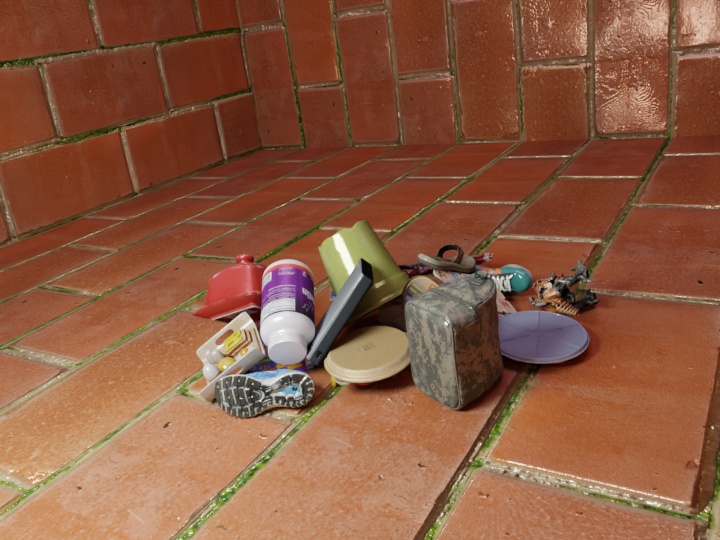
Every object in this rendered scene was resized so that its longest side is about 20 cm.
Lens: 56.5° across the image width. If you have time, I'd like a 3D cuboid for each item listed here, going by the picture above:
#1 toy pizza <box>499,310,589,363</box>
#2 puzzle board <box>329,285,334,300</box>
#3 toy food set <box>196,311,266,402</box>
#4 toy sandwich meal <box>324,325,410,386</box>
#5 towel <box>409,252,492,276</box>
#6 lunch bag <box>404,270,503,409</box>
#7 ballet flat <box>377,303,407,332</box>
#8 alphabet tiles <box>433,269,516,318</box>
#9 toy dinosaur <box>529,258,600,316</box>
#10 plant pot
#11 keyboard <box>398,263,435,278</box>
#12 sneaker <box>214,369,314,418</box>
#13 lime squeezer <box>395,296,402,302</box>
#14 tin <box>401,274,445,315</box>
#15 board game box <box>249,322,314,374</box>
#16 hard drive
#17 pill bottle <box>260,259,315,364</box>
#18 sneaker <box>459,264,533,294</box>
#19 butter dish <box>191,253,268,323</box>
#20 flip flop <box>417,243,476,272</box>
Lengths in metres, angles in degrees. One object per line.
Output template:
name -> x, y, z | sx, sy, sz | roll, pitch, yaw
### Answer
toy pizza -> 0.348, 0.137, 1.318 | 0.194, 0.033, 0.201 | -5, 24, 2
puzzle board -> 0.017, 0.037, 1.745 | 0.194, 0.018, 0.151 | -9, 22, 2
toy food set -> -0.274, 0.167, 1.367 | 0.143, 0.061, 0.200 | -39, 24, -1
toy sandwich meal -> 0.024, 0.176, 1.308 | 0.199, 0.072, 0.206 | -9, 24, 4
towel -> 0.227, -0.009, 1.703 | 0.194, 0.023, 0.144 | -10, -6, -6
lunch bag -> 0.182, 0.122, 1.196 | 0.165, 0.205, 0.138 | -24, 28, -29
ballet flat -> 0.132, 0.104, 1.457 | 0.194, 0.074, 0.072 | -8, 20, 7
alphabet tiles -> 0.244, 0.059, 1.449 | 0.196, 0.015, 0.197 | 8, 31, -29
toy dinosaur -> 0.439, 0.059, 1.449 | 0.133, 0.103, 0.202 | -22, 38, 6
plant pot -> 0.000, 0.000, 1.493 | 0.197, 0.187, 0.200 | -28, -5, -3
keyboard -> 0.120, 0.024, 1.584 | 0.195, 0.129, 0.021 | -1, 44, 19
sneaker -> -0.179, 0.228, 1.268 | 0.194, 0.081, 0.090 | -3, 2, 4
lime squeezer -> 0.172, 0.058, 1.490 | 0.197, 0.071, 0.038 | 2, 48, -44
tin -> 0.166, 0.088, 1.356 | 0.041, 0.114, 0.199 | -14, 43, -44
board game box -> -0.185, 0.165, 1.443 | 0.131, 0.046, 0.200 | -14, 21, -13
hard drive -> -0.039, 0.079, 1.343 | 0.032, 0.202, 0.140 | 32, 11, -8
pill bottle -> -0.147, 0.084, 1.356 | 0.109, 0.114, 0.203 | -7, 48, 2
sneaker -> 0.307, 0.031, 1.574 | 0.197, 0.073, 0.079 | 1, 21, 46
butter dish -> -0.261, 0.036, 1.535 | 0.196, 0.152, 0.198 | -17, -19, 27
flip flop -> 0.204, -0.033, 1.545 | 0.080, 0.059, 0.197 | 18, 9, 43
